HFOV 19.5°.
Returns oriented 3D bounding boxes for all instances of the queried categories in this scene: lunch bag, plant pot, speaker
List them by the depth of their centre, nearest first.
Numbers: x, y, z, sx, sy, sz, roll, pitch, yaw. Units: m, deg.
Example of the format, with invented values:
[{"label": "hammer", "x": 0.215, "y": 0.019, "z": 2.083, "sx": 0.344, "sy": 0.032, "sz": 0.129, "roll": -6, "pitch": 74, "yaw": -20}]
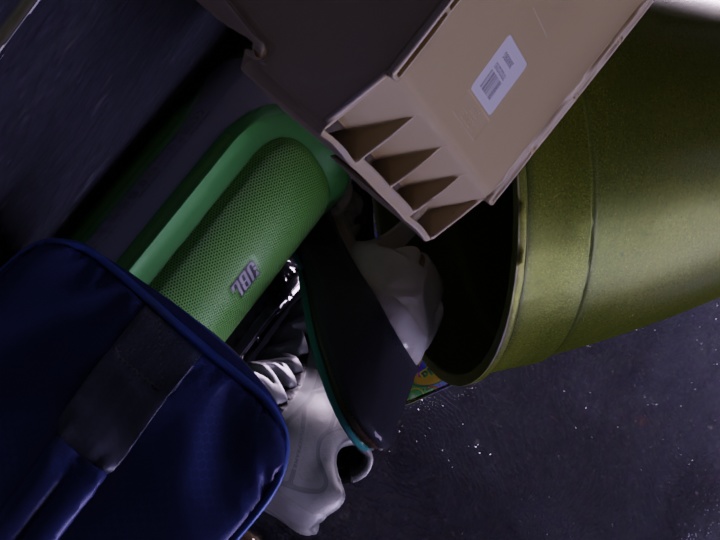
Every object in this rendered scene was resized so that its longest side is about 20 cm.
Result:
[{"label": "lunch bag", "x": -0.126, "y": 0.093, "z": 0.753, "sx": 0.201, "sy": 0.136, "sz": 0.132, "roll": -52, "pitch": 179, "yaw": -11}, {"label": "speaker", "x": -0.080, "y": -0.007, "z": 0.929, "sx": 0.201, "sy": 0.088, "sz": 0.089, "roll": -53, "pitch": 179, "yaw": -24}, {"label": "plant pot", "x": 0.125, "y": -0.056, "z": 1.004, "sx": 0.191, "sy": 0.202, "sz": 0.201, "roll": -6, "pitch": 162, "yaw": -17}]

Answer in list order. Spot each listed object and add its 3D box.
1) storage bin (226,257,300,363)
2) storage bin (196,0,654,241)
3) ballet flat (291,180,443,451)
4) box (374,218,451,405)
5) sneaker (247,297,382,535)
[{"label": "storage bin", "x": -0.096, "y": 0.025, "z": 1.083, "sx": 0.136, "sy": 0.093, "sz": 0.200, "roll": -53, "pitch": 180, "yaw": 18}, {"label": "storage bin", "x": 0.042, "y": -0.126, "z": 0.738, "sx": 0.199, "sy": 0.094, "sz": 0.200, "roll": -51, "pitch": 164, "yaw": 0}, {"label": "ballet flat", "x": 0.000, "y": 0.000, "z": 0.987, "sx": 0.073, "sy": 0.073, "sz": 0.201, "roll": -53, "pitch": -148, "yaw": 23}, {"label": "box", "x": -0.035, "y": 0.040, "z": 1.294, "sx": 0.198, "sy": 0.123, "sz": 0.193, "roll": -22, "pitch": 180, "yaw": 1}, {"label": "sneaker", "x": -0.021, "y": 0.064, "z": 1.049, "sx": 0.075, "sy": 0.081, "sz": 0.200, "roll": -56, "pitch": 180, "yaw": 33}]
